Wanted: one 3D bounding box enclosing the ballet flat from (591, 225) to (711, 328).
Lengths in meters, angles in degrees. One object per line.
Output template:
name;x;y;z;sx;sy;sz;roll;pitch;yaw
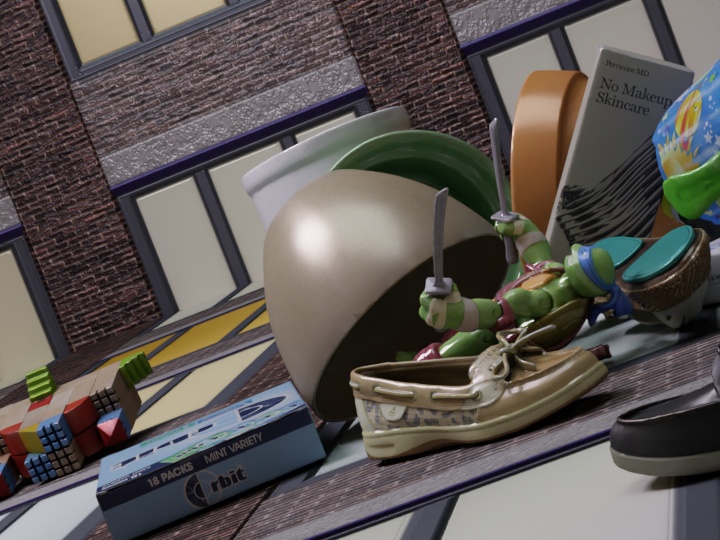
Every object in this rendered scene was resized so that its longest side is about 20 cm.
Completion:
ballet flat;0.215;0.008;1.585;0.070;0.065;0.200;-41;9;-9

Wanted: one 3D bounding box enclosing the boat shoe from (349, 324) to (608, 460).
boat shoe;0.073;0.078;1.464;0.199;0.063;0.073;-18;5;36

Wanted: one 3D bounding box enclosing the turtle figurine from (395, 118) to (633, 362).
turtle figurine;0.074;0.011;1.568;0.194;0.199;0.144;-44;27;28

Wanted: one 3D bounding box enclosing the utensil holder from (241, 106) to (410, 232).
utensil holder;0.003;-0.027;2.054;0.169;0.201;0.170;-23;-4;-2

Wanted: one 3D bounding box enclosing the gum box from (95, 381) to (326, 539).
gum box;-0.118;0.145;1.699;0.169;0.045;0.200;-22;4;-5

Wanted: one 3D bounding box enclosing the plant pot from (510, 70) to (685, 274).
plant pot;0.221;-0.075;1.882;0.139;0.202;0.200;-3;11;19

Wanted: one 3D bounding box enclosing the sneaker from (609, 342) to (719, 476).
sneaker;0.203;0.031;1.100;0.199;0.107;0.075;-19;5;28

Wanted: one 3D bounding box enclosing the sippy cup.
sippy cup;0.288;-0.101;1.606;0.177;0.141;0.130;5;-23;-33

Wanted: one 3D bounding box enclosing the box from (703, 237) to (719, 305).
box;0.343;-0.028;1.578;0.155;0.041;0.200;-24;4;-30

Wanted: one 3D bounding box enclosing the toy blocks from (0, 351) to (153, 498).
toy blocks;-0.304;0.162;2.206;0.199;0.101;0.137;-22;16;8

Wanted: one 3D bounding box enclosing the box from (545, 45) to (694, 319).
box;0.197;-0.070;1.724;0.081;0.202;0.068;14;8;3

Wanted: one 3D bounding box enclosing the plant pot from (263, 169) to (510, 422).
plant pot;0.000;0.000;1.715;0.200;0.135;0.201;-36;-23;-17

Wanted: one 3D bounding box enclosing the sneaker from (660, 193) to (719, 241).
sneaker;0.334;-0.048;1.760;0.199;0.075;0.085;-8;40;-29

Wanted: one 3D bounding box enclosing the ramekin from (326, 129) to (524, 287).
ramekin;0.041;-0.016;1.925;0.199;0.201;0.098;-23;-3;-13
